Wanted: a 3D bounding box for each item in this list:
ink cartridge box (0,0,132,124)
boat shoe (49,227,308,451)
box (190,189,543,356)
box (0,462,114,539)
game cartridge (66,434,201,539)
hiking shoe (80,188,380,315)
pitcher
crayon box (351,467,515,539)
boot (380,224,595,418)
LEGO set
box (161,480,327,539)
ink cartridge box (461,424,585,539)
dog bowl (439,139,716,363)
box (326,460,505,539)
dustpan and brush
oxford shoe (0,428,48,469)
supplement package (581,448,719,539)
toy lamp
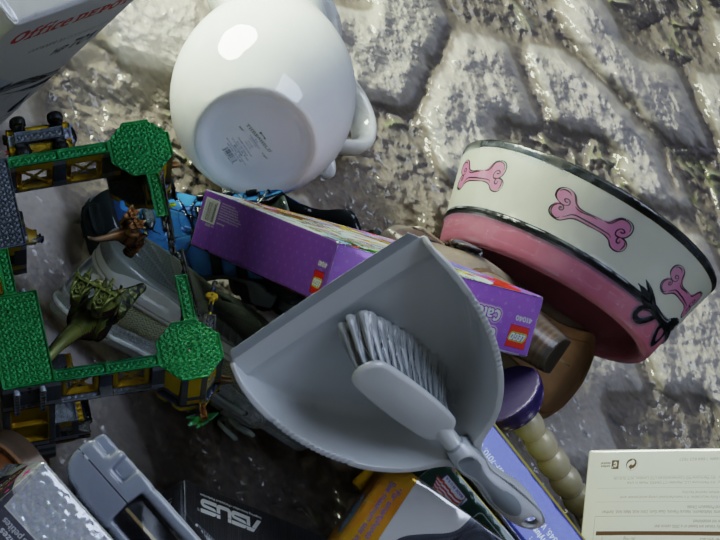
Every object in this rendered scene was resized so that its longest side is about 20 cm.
[{"bbox_3d":[-0.230,-0.131,1.467,0.086,0.200,0.146,56,36,3],"label":"ink cartridge box"},{"bbox_3d":[-0.097,0.052,1.599,0.202,0.065,0.074,37,19,-32],"label":"boat shoe"},{"bbox_3d":[0.000,0.000,1.537,0.137,0.200,0.039,14,94,-26],"label":"box"},{"bbox_3d":[-0.147,0.209,1.310,0.132,0.115,0.200,-42,98,-15],"label":"box"},{"bbox_3d":[-0.082,0.173,1.382,0.200,0.040,0.133,48,-6,3],"label":"game cartridge"},{"bbox_3d":[-0.086,-0.029,1.646,0.200,0.087,0.074,9,55,-46],"label":"hiking shoe"},{"bbox_3d":[-0.046,-0.116,1.750,0.172,0.121,0.200,48,23,-23],"label":"pitcher"},{"bbox_3d":[0.058,0.169,1.620,0.127,0.051,0.200,51,-4,-4],"label":"crayon box"},{"bbox_3d":[0.082,0.028,1.802,0.146,0.070,0.200,35,-8,16],"label":"boot"},{"bbox_3d":[-0.156,0.021,1.484,0.154,0.116,0.200,-17,65,-15],"label":"LEGO set"},{"bbox_3d":[-0.039,0.228,1.522,0.200,0.048,0.159,26,43,-33],"label":"box"},{"bbox_3d":[0.068,0.111,1.647,0.198,0.047,0.200,52,-8,-3],"label":"ink cartridge box"},{"bbox_3d":[0.143,-0.007,1.819,0.200,0.200,0.074,36,76,-24],"label":"dog bowl"},{"bbox_3d":[0.062,0.213,1.490,0.200,0.041,0.119,35,75,-3],"label":"box"},{"bbox_3d":[0.040,0.080,1.452,0.200,0.140,0.057,40,25,-39],"label":"dustpan and brush"},{"bbox_3d":[-0.166,0.185,1.407,0.071,0.071,0.200,-30,78,-40],"label":"oxford shoe"},{"bbox_3d":[0.214,0.225,1.681,0.121,0.120,0.200,34,58,-56],"label":"supplement package"},{"bbox_3d":[0.146,0.151,1.762,0.200,0.058,0.058,54,31,-32],"label":"toy lamp"}]
